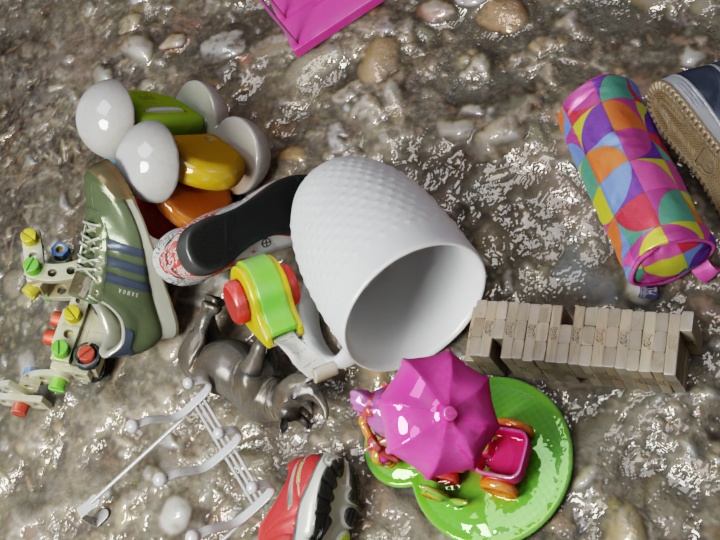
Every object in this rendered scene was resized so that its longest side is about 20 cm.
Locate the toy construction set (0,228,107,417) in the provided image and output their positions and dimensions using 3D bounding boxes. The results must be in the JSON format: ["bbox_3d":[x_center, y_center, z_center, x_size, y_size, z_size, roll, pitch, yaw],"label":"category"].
[{"bbox_3d":[-0.327,0.060,1.155,0.129,0.092,0.203,10,77,4],"label":"toy construction set"}]

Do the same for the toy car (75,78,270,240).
[{"bbox_3d":[-0.209,-0.114,1.163,0.200,0.174,0.151,42,125,33],"label":"toy car"}]

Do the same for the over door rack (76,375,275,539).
[{"bbox_3d":[-0.185,0.217,1.000,0.200,0.066,0.148,-49,53,13],"label":"over door rack"}]

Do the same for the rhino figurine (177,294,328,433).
[{"bbox_3d":[-0.102,0.099,1.042,0.199,0.060,0.089,26,99,33],"label":"rhino figurine"}]

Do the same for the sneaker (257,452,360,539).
[{"bbox_3d":[-0.061,0.259,0.949,0.084,0.077,0.202,-4,58,45],"label":"sneaker"}]

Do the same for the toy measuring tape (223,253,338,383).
[{"bbox_3d":[-0.076,0.032,0.969,0.074,0.074,0.200,-49,33,-3],"label":"toy measuring tape"}]

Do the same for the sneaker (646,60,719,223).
[{"bbox_3d":[0.343,-0.099,0.916,0.107,0.070,0.202,-25,73,-17],"label":"sneaker"}]

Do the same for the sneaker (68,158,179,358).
[{"bbox_3d":[-0.255,-0.002,1.081,0.089,0.203,0.067,-28,25,-28],"label":"sneaker"}]

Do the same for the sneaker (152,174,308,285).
[{"bbox_3d":[-0.117,-0.042,1.092,0.107,0.200,0.068,-15,98,54],"label":"sneaker"}]

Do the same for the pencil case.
[{"bbox_3d":[0.242,-0.078,0.951,0.087,0.088,0.202,-24,59,13],"label":"pencil case"}]

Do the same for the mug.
[{"bbox_3d":[0.000,0.000,1.006,0.201,0.146,0.176,-60,43,26],"label":"mug"}]

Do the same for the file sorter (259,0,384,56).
[{"bbox_3d":[-0.072,-0.382,1.229,0.138,0.125,0.202,-31,56,10],"label":"file sorter"}]

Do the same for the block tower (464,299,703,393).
[{"bbox_3d":[0.187,0.065,0.922,0.197,0.054,0.059,1,67,27],"label":"block tower"}]

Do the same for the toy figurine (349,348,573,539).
[{"bbox_3d":[0.057,0.125,0.877,0.198,0.184,0.152,8,69,30],"label":"toy figurine"}]
